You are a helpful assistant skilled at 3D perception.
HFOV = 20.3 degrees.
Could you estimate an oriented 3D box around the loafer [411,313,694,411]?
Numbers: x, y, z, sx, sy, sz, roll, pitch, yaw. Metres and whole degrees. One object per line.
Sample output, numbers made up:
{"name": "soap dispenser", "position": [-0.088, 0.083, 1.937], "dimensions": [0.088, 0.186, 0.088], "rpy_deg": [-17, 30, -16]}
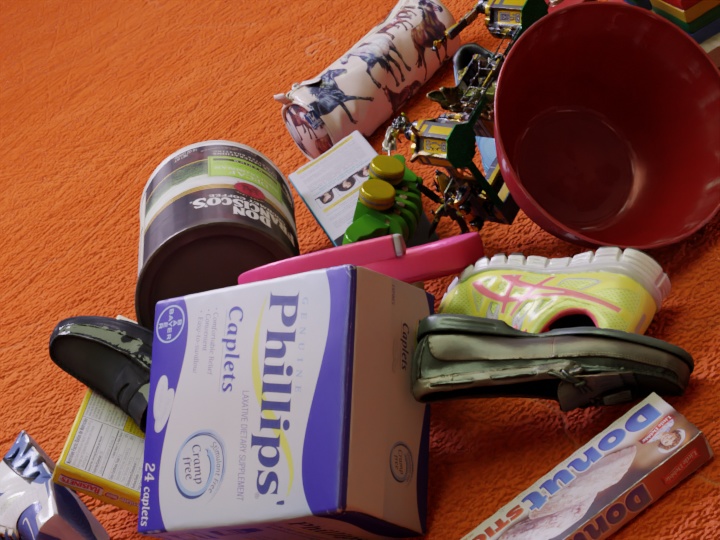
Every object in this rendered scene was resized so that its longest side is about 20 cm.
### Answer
{"name": "loafer", "position": [0.132, 0.077, 1.414], "dimensions": [0.199, 0.072, 0.063], "rpy_deg": [6, 63, 17]}

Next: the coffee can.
{"name": "coffee can", "position": [-0.124, -0.012, 1.764], "dimensions": [0.146, 0.147, 0.200], "rpy_deg": [-30, 23, 7]}

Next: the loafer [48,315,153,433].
{"name": "loafer", "position": [-0.170, 0.096, 1.642], "dimensions": [0.199, 0.068, 0.070], "rpy_deg": [23, 40, 10]}

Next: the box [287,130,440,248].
{"name": "box", "position": [0.001, -0.057, 1.822], "dimensions": [0.082, 0.049, 0.200], "rpy_deg": [-34, 27, 0]}

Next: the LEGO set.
{"name": "LEGO set", "position": [0.089, -0.132, 1.656], "dimensions": [0.115, 0.154, 0.201], "rpy_deg": [11, 70, 42]}

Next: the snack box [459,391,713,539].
{"name": "snack box", "position": [0.138, 0.161, 1.344], "dimensions": [0.200, 0.024, 0.072], "rpy_deg": [-37, 27, -5]}

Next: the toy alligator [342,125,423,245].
{"name": "toy alligator", "position": [0.030, -0.065, 1.703], "dimensions": [0.054, 0.060, 0.200], "rpy_deg": [17, 34, 3]}

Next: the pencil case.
{"name": "pencil case", "position": [0.011, -0.195, 1.993], "dimensions": [0.200, 0.090, 0.078], "rpy_deg": [-43, 28, -19]}

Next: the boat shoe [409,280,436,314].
{"name": "boat shoe", "position": [0.007, 0.054, 1.605], "dimensions": [0.070, 0.071, 0.200], "rpy_deg": [-19, 2, -17]}

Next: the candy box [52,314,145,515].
{"name": "candy box", "position": [-0.184, 0.122, 1.689], "dimensions": [0.201, 0.102, 0.027], "rpy_deg": [-75, 6, -53]}

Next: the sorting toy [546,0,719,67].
{"name": "sorting toy", "position": [0.243, -0.224, 1.786], "dimensions": [0.198, 0.070, 0.200], "rpy_deg": [-31, 27, -6]}

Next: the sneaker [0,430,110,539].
{"name": "sneaker", "position": [-0.283, 0.219, 1.667], "dimensions": [0.115, 0.081, 0.199], "rpy_deg": [-44, 25, -4]}

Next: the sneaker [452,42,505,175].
{"name": "sneaker", "position": [0.119, -0.143, 1.788], "dimensions": [0.078, 0.090, 0.200], "rpy_deg": [-33, 29, 2]}

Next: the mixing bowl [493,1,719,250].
{"name": "mixing bowl", "position": [0.183, -0.096, 1.569], "dimensions": [0.200, 0.200, 0.108], "rpy_deg": [-46, -2, -23]}

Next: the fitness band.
{"name": "fitness band", "position": [0.000, 0.000, 1.594], "dimensions": [0.199, 0.038, 0.144], "rpy_deg": [-12, -3, 15]}

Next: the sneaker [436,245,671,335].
{"name": "sneaker", "position": [0.130, 0.040, 1.498], "dimensions": [0.199, 0.078, 0.091], "rpy_deg": [-13, 42, 40]}

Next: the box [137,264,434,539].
{"name": "box", "position": [-0.054, 0.105, 1.476], "dimensions": [0.199, 0.105, 0.185], "rpy_deg": [-11, 67, 36]}
